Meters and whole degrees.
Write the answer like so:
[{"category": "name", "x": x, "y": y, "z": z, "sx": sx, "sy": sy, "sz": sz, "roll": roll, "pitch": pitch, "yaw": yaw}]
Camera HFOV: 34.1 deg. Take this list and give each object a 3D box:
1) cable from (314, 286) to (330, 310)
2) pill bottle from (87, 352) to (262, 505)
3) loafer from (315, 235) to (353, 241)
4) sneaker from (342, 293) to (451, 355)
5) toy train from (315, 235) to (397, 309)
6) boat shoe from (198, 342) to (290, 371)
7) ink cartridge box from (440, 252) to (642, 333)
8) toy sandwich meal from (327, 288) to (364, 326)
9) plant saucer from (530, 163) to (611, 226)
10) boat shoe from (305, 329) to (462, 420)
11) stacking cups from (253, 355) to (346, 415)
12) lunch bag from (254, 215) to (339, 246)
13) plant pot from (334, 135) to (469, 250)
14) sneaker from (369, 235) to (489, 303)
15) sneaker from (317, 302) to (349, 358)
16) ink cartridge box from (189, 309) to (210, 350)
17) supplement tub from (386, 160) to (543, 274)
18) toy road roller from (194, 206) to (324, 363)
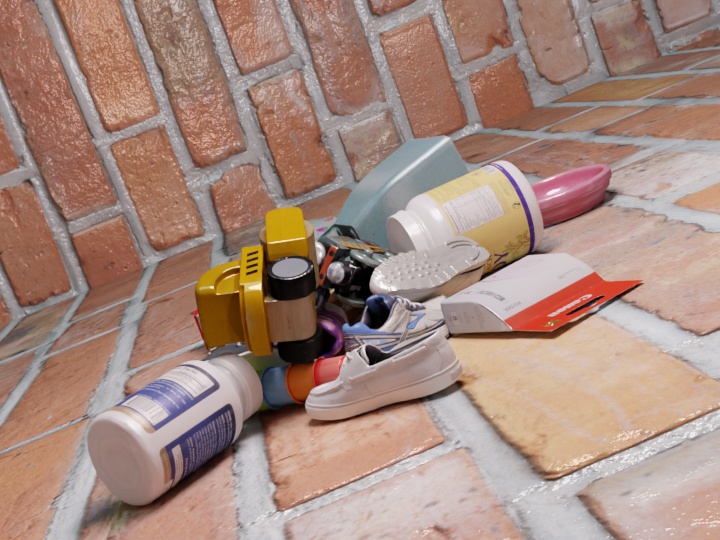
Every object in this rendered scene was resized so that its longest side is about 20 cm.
[{"category": "cable", "x": -0.120, "y": 0.048, "z": 1.593, "sx": 0.161, "sy": 0.052, "sz": 0.199, "roll": -12, "pitch": 15, "yaw": -29}, {"category": "pill bottle", "x": -0.205, "y": 0.172, "z": 1.341, "sx": 0.110, "sy": 0.112, "sz": 0.199, "roll": -12, "pitch": 13, "yaw": 41}, {"category": "loafer", "x": -0.092, "y": 0.002, "z": 1.739, "sx": 0.197, "sy": 0.077, "sz": 0.067, "roll": -19, "pitch": 5, "yaw": -10}, {"category": "sneaker", "x": 0.050, "y": 0.063, "z": 1.461, "sx": 0.076, "sy": 0.086, "sz": 0.199, "roll": -12, "pitch": 13, "yaw": 42}, {"category": "toy train", "x": 0.000, "y": 0.000, "z": 1.618, "sx": 0.113, "sy": 0.086, "sz": 0.199, "roll": 29, "pitch": 13, "yaw": 32}, {"category": "boat shoe", "x": -0.130, "y": 0.119, "z": 1.513, "sx": 0.197, "sy": 0.076, "sz": 0.060, "roll": -4, "pitch": 29, "yaw": 26}, {"category": "ink cartridge box", "x": 0.215, "y": 0.024, "z": 1.420, "sx": 0.161, "sy": 0.058, "sz": 0.199, "roll": -25, "pitch": 6, "yaw": -30}, {"category": "toy sandwich meal", "x": -0.079, "y": 0.070, "z": 1.735, "sx": 0.203, "sy": 0.071, "sz": 0.205, "roll": -21, "pitch": 10, "yaw": 4}, {"category": "plant saucer", "x": 0.324, "y": -0.118, "z": 1.943, "sx": 0.198, "sy": 0.051, "sz": 0.201, "roll": -21, "pitch": 9, "yaw": 3}, {"category": "boat shoe", "x": 0.016, "y": 0.114, "z": 1.302, "sx": 0.198, "sy": 0.069, "sz": 0.072, "roll": -17, "pitch": 10, "yaw": 35}, {"category": "stacking cups", "x": -0.090, "y": 0.144, "z": 1.429, "sx": 0.198, "sy": 0.061, "sz": 0.060, "roll": -11, "pitch": 13, "yaw": 31}, {"category": "lunch bag", "x": -0.110, "y": -0.006, "z": 2.070, "sx": 0.199, "sy": 0.123, "sz": 0.169, "roll": -38, "pitch": 20, "yaw": -34}, {"category": "plant pot", "x": 0.076, "y": -0.075, "z": 1.875, "sx": 0.199, "sy": 0.197, "sz": 0.196, "roll": -34, "pitch": 13, "yaw": -12}, {"category": "sneaker", "x": 0.091, "y": 0.019, "z": 1.580, "sx": 0.198, "sy": 0.081, "sz": 0.077, "roll": -14, "pitch": 48, "yaw": -36}, {"category": "sneaker", "x": -0.105, "y": 0.108, "z": 1.588, "sx": 0.198, "sy": 0.081, "sz": 0.089, "roll": -21, "pitch": 17, "yaw": -4}, {"category": "ink cartridge box", "x": -0.199, "y": 0.082, "z": 1.933, "sx": 0.115, "sy": 0.068, "sz": 0.199, "roll": -24, "pitch": 10, "yaw": -20}, {"category": "supplement tub", "x": 0.152, "y": -0.060, "z": 1.719, "sx": 0.198, "sy": 0.147, "sz": 0.145, "roll": -24, "pitch": 10, "yaw": -14}, {"category": "toy road roller", "x": -0.123, "y": 0.021, "z": 1.426, "sx": 0.144, "sy": 0.124, "sz": 0.201, "roll": -6, "pitch": 30, "yaw": 0}]
